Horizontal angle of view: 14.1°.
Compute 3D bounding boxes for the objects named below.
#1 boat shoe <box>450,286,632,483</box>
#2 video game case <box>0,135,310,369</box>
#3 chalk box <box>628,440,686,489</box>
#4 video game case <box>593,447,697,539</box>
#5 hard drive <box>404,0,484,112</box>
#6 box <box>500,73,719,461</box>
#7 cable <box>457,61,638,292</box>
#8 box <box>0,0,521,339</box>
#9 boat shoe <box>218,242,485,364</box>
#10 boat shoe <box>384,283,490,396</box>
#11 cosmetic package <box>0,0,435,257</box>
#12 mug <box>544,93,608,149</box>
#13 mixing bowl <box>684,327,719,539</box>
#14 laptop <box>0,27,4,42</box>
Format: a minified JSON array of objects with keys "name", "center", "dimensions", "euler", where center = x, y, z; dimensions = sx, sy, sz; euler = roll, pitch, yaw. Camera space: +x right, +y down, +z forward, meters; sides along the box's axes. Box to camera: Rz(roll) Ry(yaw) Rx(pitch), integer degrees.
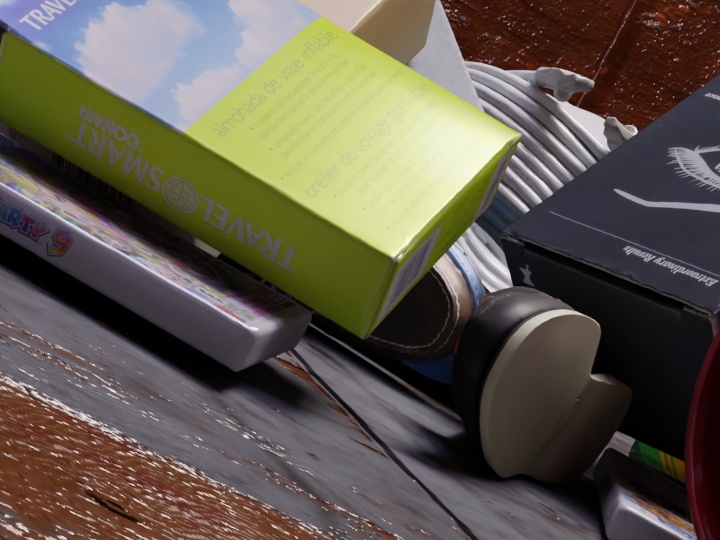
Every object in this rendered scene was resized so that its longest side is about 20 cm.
[{"name":"boat shoe","center":[0.065,0.044,1.228],"dimensions":[0.063,0.074,0.201],"euler":[38,0,16]},{"name":"video game case","center":[-0.117,-0.023,1.099],"dimensions":[0.200,0.018,0.143],"euler":[30,5,5]},{"name":"chalk box","center":[0.244,0.086,1.438],"dimensions":[0.125,0.124,0.200],"euler":[31,-2,-19]},{"name":"video game case","center":[0.170,0.131,1.287],"dimensions":[0.143,0.018,0.200],"euler":[30,4,1]},{"name":"hard drive","center":[-0.053,-0.092,1.333],"dimensions":[0.199,0.033,0.140],"euler":[-4,45,-16]},{"name":"box","center":[0.190,-0.009,1.335],"dimensions":[0.148,0.200,0.105],"euler":[25,-37,50]},{"name":"cable","center":[0.075,-0.015,1.468],"dimensions":[0.200,0.069,0.200],"euler":[14,-41,51]},{"name":"box","center":[-0.050,-0.065,1.138],"dimensions":[0.200,0.048,0.122],"euler":[31,38,11]},{"name":"boat shoe","center":[-0.037,-0.013,1.337],"dimensions":[0.200,0.072,0.072],"euler":[28,16,20]},{"name":"boat shoe","center":[0.000,0.000,1.419],"dimensions":[0.200,0.084,0.069],"euler":[50,6,26]},{"name":"cosmetic package","center":[-0.058,-0.092,1.255],"dimensions":[0.105,0.071,0.200],"euler":[29,49,14]},{"name":"mug","center":[0.062,-0.023,1.666],"dimensions":[0.175,0.148,0.201],"euler":[18,42,-43]},{"name":"mixing bowl","center":[0.220,0.077,1.157],"dimensions":[0.200,0.201,0.108],"euler":[29,-5,1]},{"name":"laptop","center":[-0.144,-0.167,1.405],"dimensions":[0.177,0.104,0.200],"euler":[-13,34,-20]}]
